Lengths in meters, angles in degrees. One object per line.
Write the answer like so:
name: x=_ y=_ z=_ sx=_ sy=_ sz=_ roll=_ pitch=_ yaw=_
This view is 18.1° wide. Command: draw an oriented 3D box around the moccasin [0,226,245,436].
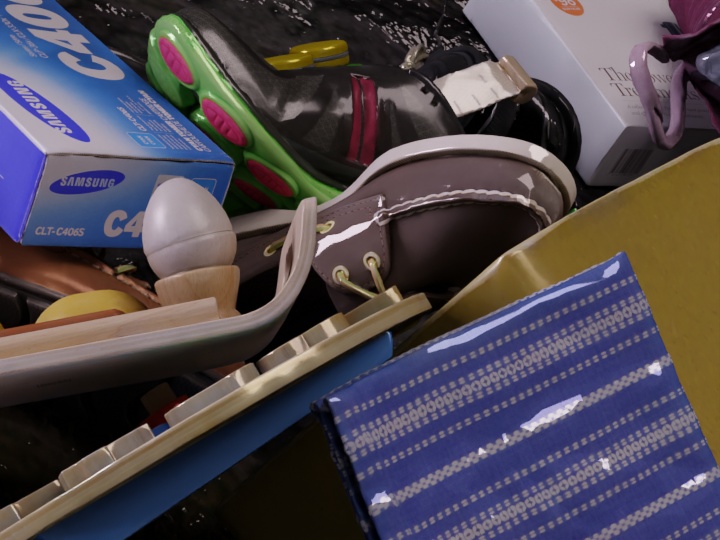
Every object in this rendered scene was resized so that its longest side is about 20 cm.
moccasin: x=-0.137 y=0.005 z=0.928 sx=0.200 sy=0.074 sz=0.078 roll=23 pitch=42 yaw=0

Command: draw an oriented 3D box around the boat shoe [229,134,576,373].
boat shoe: x=0.000 y=0.000 z=0.929 sx=0.072 sy=0.199 sz=0.060 roll=49 pitch=43 yaw=-30

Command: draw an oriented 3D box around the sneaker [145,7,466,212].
sneaker: x=-0.007 y=-0.057 z=0.990 sx=0.199 sy=0.077 sz=0.084 roll=33 pitch=69 yaw=-19

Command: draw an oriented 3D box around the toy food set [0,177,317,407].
toy food set: x=-0.115 y=0.011 z=0.810 sx=0.198 sy=0.144 sz=0.061 roll=-10 pitch=84 yaw=-7

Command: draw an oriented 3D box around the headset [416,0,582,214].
headset: x=0.073 y=-0.083 z=1.176 sx=0.123 sy=0.094 sz=0.201 roll=18 pitch=48 yaw=-52

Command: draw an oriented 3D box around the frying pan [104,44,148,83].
frying pan: x=-0.105 y=-0.055 z=1.033 sx=0.114 sy=0.031 sz=0.190 roll=2 pitch=34 yaw=-37

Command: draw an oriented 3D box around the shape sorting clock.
shape sorting clock: x=-0.063 y=0.059 z=0.807 sx=0.039 sy=0.200 sz=0.200 roll=56 pitch=36 yaw=2

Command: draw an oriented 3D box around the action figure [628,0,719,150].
action figure: x=0.215 y=-0.130 z=1.316 sx=0.148 sy=0.135 sz=0.200 roll=-17 pitch=31 yaw=1

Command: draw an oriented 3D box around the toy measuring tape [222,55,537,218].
toy measuring tape: x=-0.009 y=-0.041 z=1.061 sx=0.199 sy=0.074 sz=0.074 roll=-24 pitch=59 yaw=-20

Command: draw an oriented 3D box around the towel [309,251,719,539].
towel: x=0.079 y=0.108 z=0.760 sx=0.144 sy=0.024 sz=0.201 roll=-23 pitch=88 yaw=-32

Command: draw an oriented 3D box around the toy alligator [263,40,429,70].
toy alligator: x=-0.025 y=-0.086 z=1.159 sx=0.054 sy=0.060 sz=0.200 roll=-2 pitch=13 yaw=26

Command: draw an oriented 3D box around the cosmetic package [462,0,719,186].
cosmetic package: x=0.178 y=-0.118 z=1.373 sx=0.199 sy=0.052 sz=0.151 roll=-1 pitch=45 yaw=-41

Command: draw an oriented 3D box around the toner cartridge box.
toner cartridge box: x=-0.146 y=-0.077 z=0.956 sx=0.095 sy=0.043 sz=0.200 roll=0 pitch=31 yaw=-42

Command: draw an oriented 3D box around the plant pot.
plant pot: x=0.103 y=0.099 z=0.916 sx=0.201 sy=0.194 sz=0.195 roll=54 pitch=36 yaw=8
